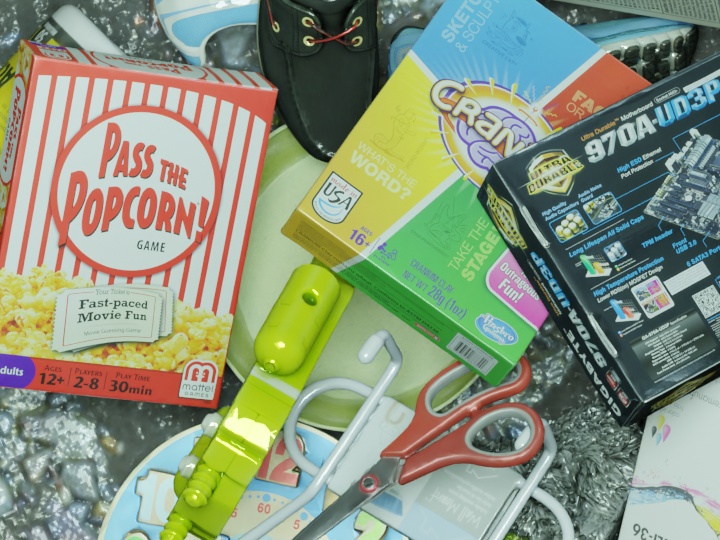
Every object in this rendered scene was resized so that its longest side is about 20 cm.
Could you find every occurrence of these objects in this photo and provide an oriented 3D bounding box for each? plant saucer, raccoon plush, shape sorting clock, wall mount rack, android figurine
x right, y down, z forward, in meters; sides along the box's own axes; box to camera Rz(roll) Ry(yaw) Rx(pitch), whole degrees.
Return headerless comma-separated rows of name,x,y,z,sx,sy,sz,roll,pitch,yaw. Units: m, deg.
plant saucer,0.000,0.000,1.758,0.198,0.031,0.202,-1,83,6
raccoon plush,0.117,0.094,1.715,0.133,0.097,0.201,29,79,15
shape sorting clock,-0.066,0.189,1.741,0.198,0.039,0.202,-1,84,6
wall mount rack,0.016,0.136,1.637,0.199,0.075,0.174,29,77,24
android figurine,-0.061,0.077,1.644,0.041,0.182,0.200,31,51,0

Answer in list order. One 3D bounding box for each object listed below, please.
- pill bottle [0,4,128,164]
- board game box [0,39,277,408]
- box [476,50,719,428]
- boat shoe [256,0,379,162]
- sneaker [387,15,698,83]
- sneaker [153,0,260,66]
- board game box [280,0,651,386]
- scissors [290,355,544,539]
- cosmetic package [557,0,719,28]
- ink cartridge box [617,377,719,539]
pill bottle,-0.208,-0.056,1.744,0.111,0.111,0.200,44,89,8
board game box,-0.143,-0.026,1.689,0.150,0.046,0.201,6,104,-20
box,0.189,-0.027,1.589,0.199,0.046,0.160,-27,75,-19
boat shoe,-0.026,-0.159,1.708,0.073,0.063,0.203,-7,105,-6
sneaker,0.109,-0.138,1.737,0.199,0.079,0.090,-9,58,-9
sneaker,-0.030,-0.187,1.769,0.199,0.072,0.073,-21,110,0
board game box,0.071,-0.058,1.628,0.153,0.040,0.200,35,65,-1
scissors,0.013,0.110,1.609,0.199,0.014,0.073,-26,63,1
cosmetic package,0.142,-0.208,1.690,0.199,0.105,0.072,12,71,17
ink cartridge box,0.214,0.148,1.630,0.116,0.067,0.201,23,107,43
